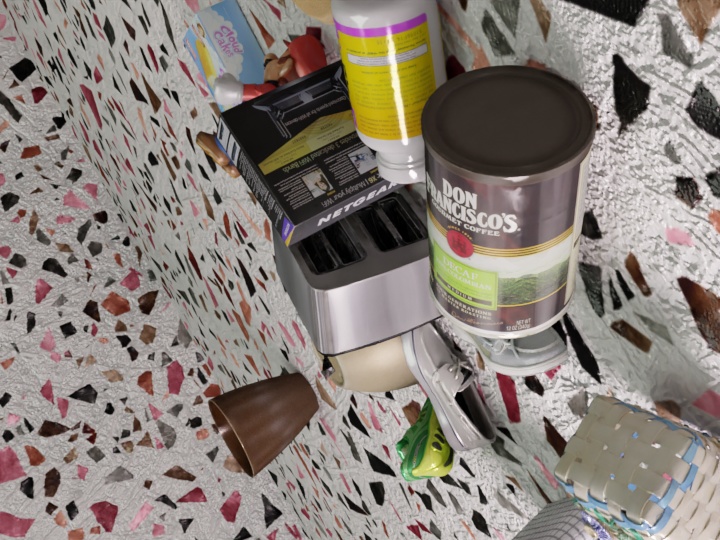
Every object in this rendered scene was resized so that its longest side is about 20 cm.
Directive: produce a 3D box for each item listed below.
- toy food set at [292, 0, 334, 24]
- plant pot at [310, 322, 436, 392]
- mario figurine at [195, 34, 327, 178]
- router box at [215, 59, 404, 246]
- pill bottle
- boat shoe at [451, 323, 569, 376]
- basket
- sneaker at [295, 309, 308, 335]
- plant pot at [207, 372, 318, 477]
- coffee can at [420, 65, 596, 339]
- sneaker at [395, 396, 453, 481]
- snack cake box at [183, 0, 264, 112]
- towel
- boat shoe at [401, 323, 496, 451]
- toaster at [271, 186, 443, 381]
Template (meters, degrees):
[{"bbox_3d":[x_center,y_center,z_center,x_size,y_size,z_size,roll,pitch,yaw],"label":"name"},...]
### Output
[{"bbox_3d":[-0.055,-0.364,1.038,0.199,0.048,0.200,33,146,51],"label":"toy food set"},{"bbox_3d":[0.007,0.097,1.369,0.201,0.134,0.201,49,157,29],"label":"plant pot"},{"bbox_3d":[-0.125,-0.219,1.190,0.106,0.200,0.123,43,177,-11],"label":"mario figurine"},{"bbox_3d":[-0.039,-0.142,1.070,0.158,0.199,0.052,56,156,13],"label":"router box"},{"bbox_3d":[0.037,-0.192,0.961,0.104,0.104,0.202,38,149,46],"label":"pill bottle"},{"bbox_3d":[0.156,0.058,1.052,0.202,0.074,0.065,40,151,63],"label":"boat shoe"},{"bbox_3d":[0.285,0.211,0.873,0.199,0.140,0.176,32,174,-28],"label":"basket"},{"bbox_3d":[-0.055,-0.003,1.467,0.077,0.099,0.203,11,107,29],"label":"sneaker"},{"bbox_3d":[-0.195,0.308,2.031,0.187,0.199,0.188,48,157,29],"label":"plant pot"},{"bbox_3d":[0.130,-0.058,0.854,0.146,0.145,0.201,44,155,37],"label":"coffee can"},{"bbox_3d":[0.089,0.232,1.338,0.075,0.083,0.200,64,-165,-9],"label":"sneaker"},{"bbox_3d":[-0.182,-0.288,1.414,0.202,0.067,0.115,62,161,-3],"label":"snack cake box"},{"bbox_3d":[0.228,0.357,1.137,0.086,0.165,0.200,51,158,9],"label":"towel"},{"bbox_3d":[0.121,0.148,1.263,0.065,0.072,0.202,-19,96,40],"label":"boat shoe"},{"bbox_3d":[0.000,0.000,1.147,0.201,0.179,0.120,-122,18,-45],"label":"toaster"}]
